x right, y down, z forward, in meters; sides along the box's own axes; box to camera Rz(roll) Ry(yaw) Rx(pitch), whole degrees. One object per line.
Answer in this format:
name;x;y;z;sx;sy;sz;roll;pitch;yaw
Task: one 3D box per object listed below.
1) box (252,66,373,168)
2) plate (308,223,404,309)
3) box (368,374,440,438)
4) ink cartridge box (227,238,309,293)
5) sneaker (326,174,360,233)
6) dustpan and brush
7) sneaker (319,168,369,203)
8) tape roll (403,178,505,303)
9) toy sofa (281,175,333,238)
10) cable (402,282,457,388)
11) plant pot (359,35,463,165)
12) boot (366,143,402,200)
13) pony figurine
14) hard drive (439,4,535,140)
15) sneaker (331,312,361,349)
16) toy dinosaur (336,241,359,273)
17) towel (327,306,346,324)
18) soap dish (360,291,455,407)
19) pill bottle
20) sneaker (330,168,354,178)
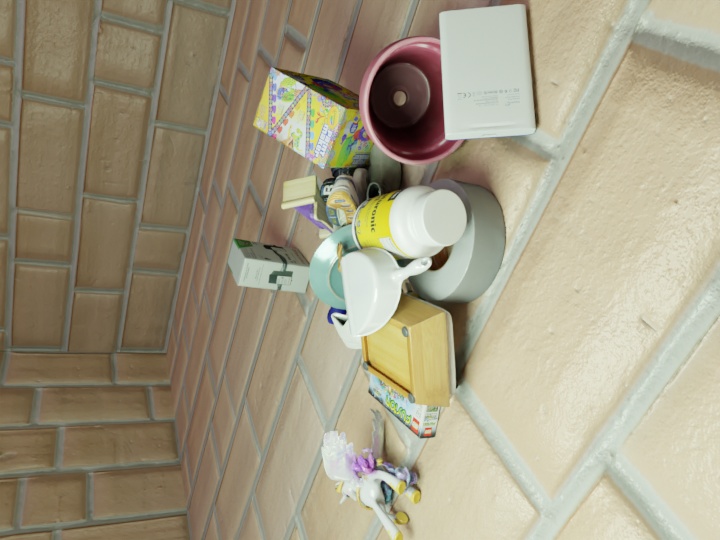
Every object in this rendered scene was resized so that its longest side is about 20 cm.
box;-0.071;-0.304;1.137;0.192;0.199;0.123;34;115;21
plate;0.000;0.000;1.068;0.202;0.198;0.026;-68;29;29
box;0.081;0.217;1.053;0.200;0.034;0.112;25;107;61
ink cartridge box;-0.252;-0.012;1.557;0.147;0.198;0.084;45;121;54
sneaker;-0.021;-0.092;1.083;0.201;0.074;0.089;90;-173;-48
dustpan and brush;0.038;0.015;0.864;0.200;0.057;0.142;144;120;-60
sneaker;-0.035;-0.165;1.168;0.200;0.110;0.074;2;-92;-83
tape roll;0.150;-0.048;0.936;0.200;0.065;0.203;-20;68;61
toy sofa;-0.097;-0.125;1.275;0.082;0.200;0.099;-7;71;21
cable;0.112;0.122;0.984;0.097;0.050;0.202;91;164;-65
plant pot;0.086;-0.303;0.990;0.179;0.197;0.202;-114;37;-67
boot;0.042;-0.161;1.096;0.131;0.067;0.203;-12;-79;-79
pony figurine;0.017;0.384;1.053;0.199;0.165;0.196;13;105;47
hard drive;0.189;-0.300;0.848;0.025;0.130;0.203;58;-150;-77
sneaker;0.016;0.110;1.095;0.199;0.089;0.076;-9;37;46
toy dinosaur;0.008;-0.004;0.999;0.060;0.105;0.203;-134;56;-70
towel;-0.009;0.015;1.217;0.200;0.049;0.149;126;159;-48
soap dish;0.070;0.122;0.932;0.199;0.080;0.160;21;121;58
pill bottle;0.076;-0.074;0.894;0.199;0.110;0.113;-2;83;61
sneaker;-0.003;-0.275;1.264;0.201;0.076;0.148;-26;71;49
